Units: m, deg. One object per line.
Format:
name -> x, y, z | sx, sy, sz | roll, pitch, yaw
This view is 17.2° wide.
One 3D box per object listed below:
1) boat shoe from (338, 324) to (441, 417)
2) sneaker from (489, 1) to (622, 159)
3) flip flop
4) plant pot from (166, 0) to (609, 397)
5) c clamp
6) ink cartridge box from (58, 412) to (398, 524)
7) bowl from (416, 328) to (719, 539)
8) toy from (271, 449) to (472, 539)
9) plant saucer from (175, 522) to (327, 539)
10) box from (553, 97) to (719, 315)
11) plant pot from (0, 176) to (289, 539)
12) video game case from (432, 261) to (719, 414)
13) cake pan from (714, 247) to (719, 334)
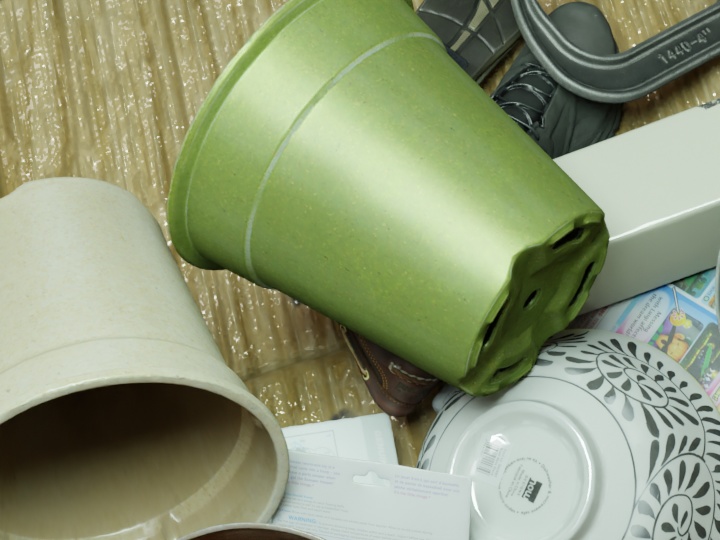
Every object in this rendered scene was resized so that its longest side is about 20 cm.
boat shoe -> 0.000, 0.000, 1.452 | 0.071, 0.070, 0.201 | -61, 35, 35
sneaker -> 0.101, -0.082, 1.446 | 0.076, 0.091, 0.201 | 16, 71, 25
flip flop -> 0.031, -0.121, 1.497 | 0.081, 0.058, 0.200 | 42, 61, 12
plant pot -> 0.028, -0.032, 1.307 | 0.190, 0.200, 0.200 | 38, 82, 24
c clamp -> 0.166, -0.189, 1.479 | 0.200, 0.027, 0.171 | -34, 73, -27
ink cartridge box -> -0.068, 0.177, 1.392 | 0.198, 0.047, 0.161 | -8, 75, -10
bowl -> 0.104, 0.123, 1.326 | 0.199, 0.094, 0.202 | -6, 75, 22
toy -> 0.009, 0.197, 1.325 | 0.114, 0.047, 0.202 | 7, 103, 19
plant saucer -> -0.047, 0.229, 1.302 | 0.199, 0.034, 0.202 | 4, 104, 16
box -> 0.199, -0.047, 1.381 | 0.199, 0.082, 0.069 | -19, 61, 5
plant pot -> -0.157, 0.057, 1.314 | 0.199, 0.201, 0.184 | -25, 49, 5
video game case -> 0.170, 0.049, 1.403 | 0.182, 0.024, 0.200 | 33, 79, 27
cake pan -> 0.293, 0.007, 1.298 | 0.200, 0.201, 0.037 | -34, 18, 0
